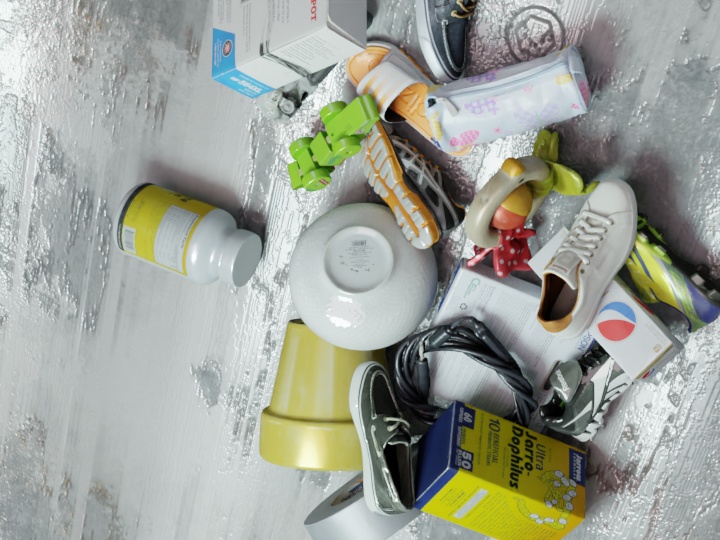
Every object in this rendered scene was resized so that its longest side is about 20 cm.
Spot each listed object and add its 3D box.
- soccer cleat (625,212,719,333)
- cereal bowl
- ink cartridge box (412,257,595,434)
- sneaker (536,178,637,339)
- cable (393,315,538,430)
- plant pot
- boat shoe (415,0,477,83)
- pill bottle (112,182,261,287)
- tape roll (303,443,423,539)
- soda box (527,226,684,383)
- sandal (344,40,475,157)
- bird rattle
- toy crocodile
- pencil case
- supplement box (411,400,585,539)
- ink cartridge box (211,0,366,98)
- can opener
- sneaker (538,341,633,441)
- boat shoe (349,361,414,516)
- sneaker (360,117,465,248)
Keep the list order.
[{"bbox_3d":[0.351,-0.003,1.555,0.200,0.065,0.084,41,122,9],"label":"soccer cleat"},{"bbox_3d":[0.000,0.000,1.671,0.199,0.083,0.201,-2,73,6],"label":"cereal bowl"},{"bbox_3d":[0.187,0.102,1.685,0.199,0.043,0.197,22,119,-4],"label":"ink cartridge box"},{"bbox_3d":[0.264,-0.017,1.500,0.073,0.085,0.201,21,91,35],"label":"sneaker"},{"bbox_3d":[0.138,0.158,1.671,0.163,0.051,0.200,-34,109,23],"label":"cable"},{"bbox_3d":[-0.039,0.164,1.764,0.200,0.200,0.190,2,93,28],"label":"plant pot"},{"bbox_3d":[0.118,-0.331,1.554,0.090,0.071,0.201,-3,104,34],"label":"boat shoe"},{"bbox_3d":[-0.246,-0.046,1.834,0.199,0.112,0.113,21,117,20],"label":"pill bottle"},{"bbox_3d":[0.020,0.322,1.773,0.200,0.200,0.066,-33,92,33],"label":"tape roll"},{"bbox_3d":[0.298,0.041,1.559,0.068,0.064,0.200,-46,65,14],"label":"soda box"},{"bbox_3d":[0.060,-0.218,1.636,0.206,0.059,0.079,39,121,11],"label":"sandal"},{"bbox_3d":[0.182,-0.082,1.570,0.200,0.163,0.113,-47,63,24],"label":"bird rattle"},{"bbox_3d":[-0.037,-0.164,1.687,0.200,0.062,0.068,-42,63,42],"label":"toy crocodile"},{"bbox_3d":[0.177,-0.208,1.545,0.199,0.084,0.091,-13,143,21],"label":"pencil case"},{"bbox_3d":[0.181,0.271,1.664,0.199,0.109,0.110,22,136,-14],"label":"supplement box"},{"bbox_3d":[-0.091,-0.323,1.621,0.199,0.084,0.147,-15,65,36],"label":"ink cartridge box"},{"bbox_3d":[-0.062,-0.277,1.687,0.053,0.067,0.200,39,110,-13],"label":"can opener"},{"bbox_3d":[0.289,0.135,1.619,0.090,0.067,0.201,10,124,-23],"label":"sneaker"},{"bbox_3d":[0.037,0.214,1.655,0.064,0.070,0.201,-18,77,47],"label":"boat shoe"},{"bbox_3d":[0.064,-0.122,1.666,0.201,0.077,0.078,62,154,16],"label":"sneaker"}]
